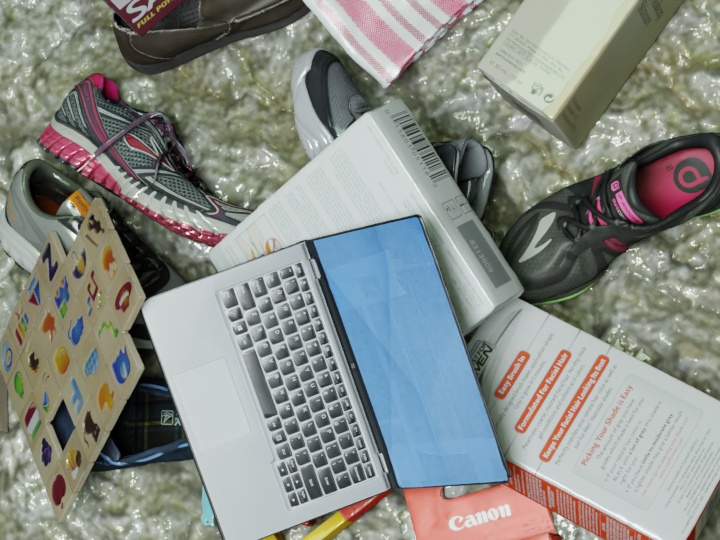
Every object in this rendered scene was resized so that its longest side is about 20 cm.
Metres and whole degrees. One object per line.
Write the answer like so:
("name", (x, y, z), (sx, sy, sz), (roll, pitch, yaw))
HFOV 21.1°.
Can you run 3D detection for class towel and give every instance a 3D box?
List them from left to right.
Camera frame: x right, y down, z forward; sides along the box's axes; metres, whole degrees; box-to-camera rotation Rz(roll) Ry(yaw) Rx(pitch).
("towel", (0.040, -0.254, 1.433), (0.200, 0.030, 0.146), (-43, 84, -2))

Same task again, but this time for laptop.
("laptop", (-0.028, 0.080, 1.308), (0.198, 0.116, 0.189), (-20, 96, -3))

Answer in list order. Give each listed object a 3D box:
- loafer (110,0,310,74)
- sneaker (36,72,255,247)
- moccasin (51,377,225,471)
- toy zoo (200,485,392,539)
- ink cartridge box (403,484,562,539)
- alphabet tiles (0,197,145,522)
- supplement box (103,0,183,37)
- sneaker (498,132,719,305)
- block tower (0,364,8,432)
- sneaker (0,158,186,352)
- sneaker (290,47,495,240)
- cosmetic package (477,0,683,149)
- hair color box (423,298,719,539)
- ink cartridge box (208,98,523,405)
("loafer", (-0.104, -0.212, 1.474), (0.199, 0.071, 0.073), (-29, 74, 10))
("sneaker", (-0.155, -0.080, 1.463), (0.199, 0.081, 0.075), (32, 89, 19))
("moccasin", (-0.171, 0.106, 1.429), (0.198, 0.068, 0.081), (-12, 78, 28))
("toy zoo", (-0.037, 0.127, 1.421), (0.200, 0.020, 0.132), (-39, 70, 8))
("ink cartridge box", (0.095, 0.231, 1.351), (0.108, 0.050, 0.202), (-18, 77, 13))
("alphabet tiles", (-0.209, 0.054, 1.400), (0.201, 0.007, 0.168), (-59, 44, 35))
("supplement box", (-0.172, -0.278, 1.469), (0.109, 0.061, 0.201), (-39, 44, 8))
("sneaker", (0.177, -0.045, 1.356), (0.199, 0.084, 0.077), (-32, 73, 9))
("block tower", (-0.377, 0.105, 1.511), (0.198, 0.058, 0.055), (-6, 80, 14))
("sneaker", (-0.195, -0.010, 1.452), (0.199, 0.074, 0.080), (34, 136, 17))
("sneaker", (0.030, -0.087, 1.399), (0.113, 0.075, 0.202), (-29, 79, 30))
("cosmetic package", (0.176, -0.195, 1.372), (0.073, 0.103, 0.201), (37, 94, 18))
("hair color box", (0.156, 0.111, 1.333), (0.199, 0.064, 0.111), (28, 70, 18))
("ink cartridge box", (0.000, 0.000, 1.366), (0.200, 0.047, 0.161), (-38, 83, 40))
